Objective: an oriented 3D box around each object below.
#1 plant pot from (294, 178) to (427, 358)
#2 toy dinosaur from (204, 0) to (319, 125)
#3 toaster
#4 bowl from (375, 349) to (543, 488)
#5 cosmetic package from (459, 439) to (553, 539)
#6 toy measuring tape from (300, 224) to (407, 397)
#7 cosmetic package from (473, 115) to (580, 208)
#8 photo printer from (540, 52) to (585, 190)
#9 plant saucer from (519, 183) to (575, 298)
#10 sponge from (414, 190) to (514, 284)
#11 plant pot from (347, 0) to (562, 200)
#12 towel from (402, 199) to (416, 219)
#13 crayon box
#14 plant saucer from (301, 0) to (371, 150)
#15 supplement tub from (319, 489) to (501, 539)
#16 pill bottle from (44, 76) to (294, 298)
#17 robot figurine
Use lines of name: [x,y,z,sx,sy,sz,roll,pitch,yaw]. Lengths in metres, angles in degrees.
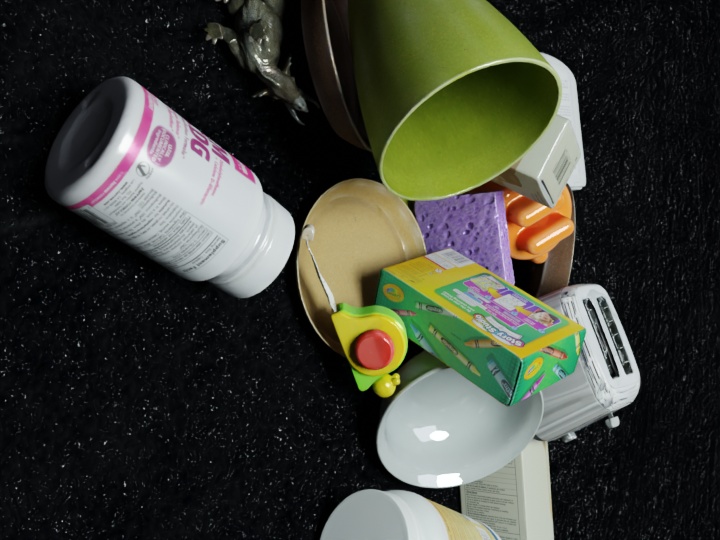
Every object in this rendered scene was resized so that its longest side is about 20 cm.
plant pot: [0.000,0.000,0.955,0.198,0.027,0.204,4,84,-42]
toy dinosaur: [-0.102,-0.250,0.848,0.102,0.076,0.204,25,56,-74]
toaster: [0.250,0.101,1.046,0.113,0.128,0.203,-1,69,-47]
bowl: [0.104,0.151,0.991,0.201,0.200,0.091,45,14,-36]
cosmetic package: [0.186,0.281,1.099,0.071,0.104,0.204,-3,91,-49]
toy measuring tape: [0.003,0.038,0.886,0.073,0.073,0.203,-34,109,-44]
cosmetic package: [0.134,-0.152,0.943,0.072,0.198,0.105,-61,153,-2]
photo printer: [0.259,-0.214,1.244,0.165,0.069,0.204,-10,94,-48]
plant saucer: [0.251,-0.022,1.174,0.200,0.034,0.204,7,90,-90]
sponge: [0.129,0.008,1.023,0.030,0.110,0.204,-20,104,-54]
plant pot: [0.066,-0.205,0.827,0.186,0.187,0.202,9,49,-47]
towel: [0.058,-0.024,1.042,0.085,0.018,0.204,20,72,-47]
crayon box: [0.123,0.053,0.912,0.118,0.199,0.059,-16,128,-41]
plant saucer: [-0.020,-0.223,0.895,0.200,0.034,0.204,-9,90,-75]
supplement tub: [0.062,0.322,0.923,0.199,0.143,0.147,34,63,-41]
pill bottle: [-0.155,-0.062,0.732,0.199,0.112,0.115,36,61,-41]
robot figurine: [0.188,-0.086,1.079,0.142,0.200,0.118,21,100,-24]
